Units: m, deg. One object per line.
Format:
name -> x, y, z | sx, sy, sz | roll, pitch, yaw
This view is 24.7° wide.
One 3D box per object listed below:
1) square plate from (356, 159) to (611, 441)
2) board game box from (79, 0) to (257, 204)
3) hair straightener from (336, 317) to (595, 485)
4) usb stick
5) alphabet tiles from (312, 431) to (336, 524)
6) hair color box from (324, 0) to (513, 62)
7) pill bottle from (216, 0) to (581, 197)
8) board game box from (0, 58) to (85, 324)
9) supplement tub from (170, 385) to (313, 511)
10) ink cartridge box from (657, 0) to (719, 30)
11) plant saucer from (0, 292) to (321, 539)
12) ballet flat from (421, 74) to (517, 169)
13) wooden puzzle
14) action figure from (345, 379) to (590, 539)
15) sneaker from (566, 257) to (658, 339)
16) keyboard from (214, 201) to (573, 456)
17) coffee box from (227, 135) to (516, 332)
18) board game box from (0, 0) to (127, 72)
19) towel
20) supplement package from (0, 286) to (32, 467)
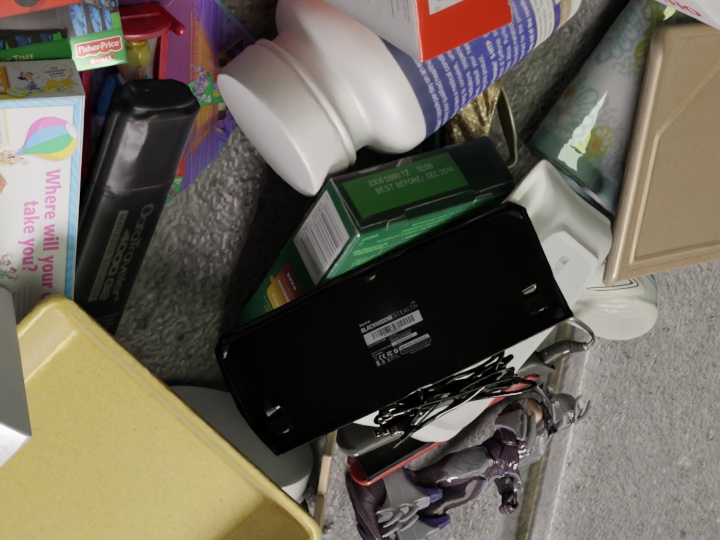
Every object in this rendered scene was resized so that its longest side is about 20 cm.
square plate -> 0.082, 0.033, 1.045 | 0.198, 0.028, 0.200 | -50, 158, 6
board game box -> -0.135, -0.101, 0.912 | 0.158, 0.039, 0.200 | -48, 135, -3
hair straightener -> 0.072, 0.080, 1.156 | 0.198, 0.041, 0.077 | -25, 135, 1
usb stick -> -0.140, -0.024, 0.929 | 0.055, 0.033, 0.201 | -13, 141, -40
alphabet tiles -> -0.025, 0.152, 1.070 | 0.007, 0.168, 0.201 | 10, 131, 0
hair color box -> -0.006, -0.194, 0.843 | 0.061, 0.200, 0.102 | -26, 131, -23
pill bottle -> 0.020, -0.139, 0.955 | 0.200, 0.120, 0.120 | -40, 134, -12
board game box -> -0.217, -0.015, 0.861 | 0.133, 0.034, 0.201 | -4, 131, -19
supplement tub -> -0.113, 0.190, 1.041 | 0.143, 0.144, 0.202 | 0, 117, -38
ink cartridge box -> 0.149, -0.241, 0.974 | 0.199, 0.145, 0.088 | 28, 97, -45
plant saucer -> -0.151, 0.130, 0.917 | 0.200, 0.049, 0.200 | 44, 111, -11
ballet flat -> 0.070, -0.053, 1.067 | 0.065, 0.071, 0.202 | -4, 114, -14
wooden puzzle -> 0.248, -0.091, 1.166 | 0.199, 0.037, 0.187 | -14, 122, -39
action figure -> 0.089, 0.148, 1.222 | 0.199, 0.070, 0.131 | -30, 147, -11
sneaker -> 0.130, -0.004, 1.178 | 0.199, 0.073, 0.072 | 18, 133, -31
keyboard -> 0.022, 0.045, 0.951 | 0.198, 0.040, 0.105 | -24, 91, -4
coffee box -> 0.000, 0.000, 1.013 | 0.122, 0.044, 0.200 | -17, 158, -32
board game box -> -0.201, -0.181, 0.786 | 0.150, 0.037, 0.202 | -13, 125, -10
towel -> 0.223, -0.112, 1.188 | 0.200, 0.048, 0.172 | 34, 91, -45
supplement package -> -0.273, 0.086, 0.825 | 0.200, 0.110, 0.113 | -43, 130, 19
